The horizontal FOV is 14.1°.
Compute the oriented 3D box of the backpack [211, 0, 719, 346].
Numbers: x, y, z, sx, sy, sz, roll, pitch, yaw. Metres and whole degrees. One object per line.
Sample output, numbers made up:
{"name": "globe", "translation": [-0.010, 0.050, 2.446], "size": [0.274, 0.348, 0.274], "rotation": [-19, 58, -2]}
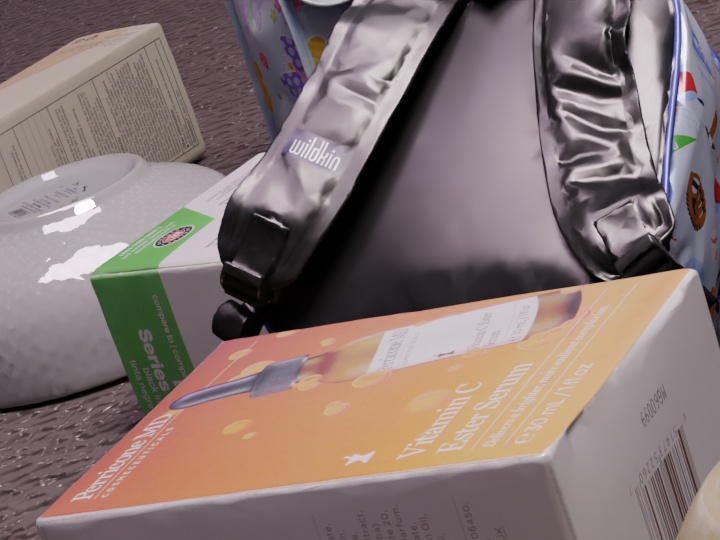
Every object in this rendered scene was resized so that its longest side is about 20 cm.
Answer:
{"name": "backpack", "translation": [0.065, -0.035, 1.140], "size": [0.199, 0.154, 0.192], "rotation": [0, 65, 23]}

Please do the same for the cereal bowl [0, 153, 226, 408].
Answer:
{"name": "cereal bowl", "translation": [-0.145, -0.006, 1.534], "size": [0.199, 0.084, 0.200], "rotation": [-17, 17, 5]}

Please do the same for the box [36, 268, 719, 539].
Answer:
{"name": "box", "translation": [0.018, 0.088, 1.004], "size": [0.199, 0.107, 0.152], "rotation": [-10, 19, 29]}

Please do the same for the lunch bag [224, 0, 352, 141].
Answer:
{"name": "lunch bag", "translation": [0.013, -0.166, 1.659], "size": [0.169, 0.201, 0.127], "rotation": [-25, 17, -20]}

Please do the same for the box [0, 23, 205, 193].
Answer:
{"name": "box", "translation": [-0.193, -0.070, 1.774], "size": [0.077, 0.095, 0.200], "rotation": [-6, 20, 39]}

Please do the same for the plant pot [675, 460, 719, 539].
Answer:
{"name": "plant pot", "translation": [0.151, 0.106, 0.750], "size": [0.199, 0.135, 0.200], "rotation": [-17, 16, 5]}

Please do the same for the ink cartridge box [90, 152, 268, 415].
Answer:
{"name": "ink cartridge box", "translation": [0.000, 0.000, 1.344], "size": [0.199, 0.084, 0.146], "rotation": [-5, 22, 40]}
